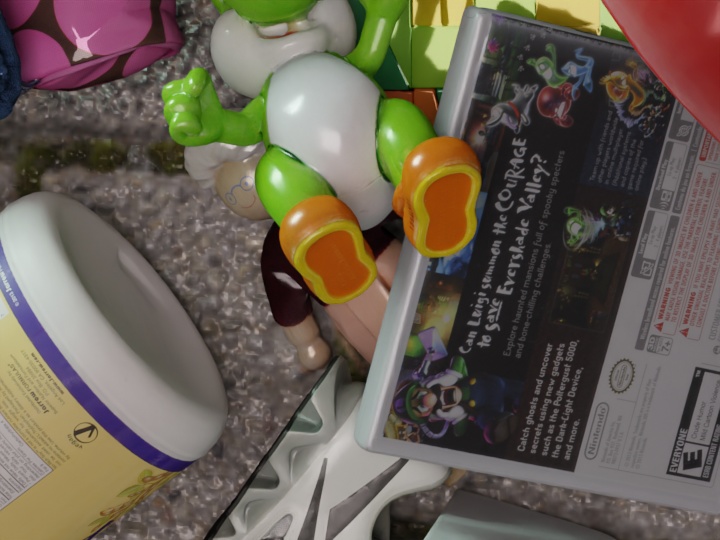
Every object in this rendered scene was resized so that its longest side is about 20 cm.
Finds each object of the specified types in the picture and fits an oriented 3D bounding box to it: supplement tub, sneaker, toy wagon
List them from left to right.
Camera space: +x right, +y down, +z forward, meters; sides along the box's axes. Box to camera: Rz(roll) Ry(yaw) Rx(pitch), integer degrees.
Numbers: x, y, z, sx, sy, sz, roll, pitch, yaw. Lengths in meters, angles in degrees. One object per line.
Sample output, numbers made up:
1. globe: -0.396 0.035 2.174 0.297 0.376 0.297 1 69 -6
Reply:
1. supplement tub: -0.177 0.075 1.345 0.200 0.145 0.145 -37 90 12
2. sneaker: -0.033 0.141 1.357 0.088 0.074 0.200 36 115 -2
3. toy wagon: 0.045 -0.109 1.341 0.200 0.040 0.155 1 97 9

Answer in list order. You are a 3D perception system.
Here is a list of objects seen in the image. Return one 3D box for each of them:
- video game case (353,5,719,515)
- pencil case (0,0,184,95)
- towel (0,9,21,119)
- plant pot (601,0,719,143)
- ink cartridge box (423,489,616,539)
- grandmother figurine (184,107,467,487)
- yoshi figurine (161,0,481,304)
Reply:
1. video game case: 0.105 -0.001 1.306 0.182 0.023 0.200 12 98 -21
2. pencil case: -0.153 -0.180 1.344 0.094 0.091 0.200 -13 93 42
3. towel: -0.254 -0.107 1.310 0.200 0.049 0.112 0 133 27
4. plant pot: 0.206 -0.150 1.202 0.182 0.200 0.200 -38 90 19
5. ink cartridge box: 0.044 0.213 1.327 0.084 0.144 0.200 19 99 6
6. grandmother figurine: 0.000 0.000 1.347 0.200 0.061 0.121 44 111 0
7. yoshi figurine: -0.024 -0.091 1.258 0.112 0.112 0.200 -54 43 29
